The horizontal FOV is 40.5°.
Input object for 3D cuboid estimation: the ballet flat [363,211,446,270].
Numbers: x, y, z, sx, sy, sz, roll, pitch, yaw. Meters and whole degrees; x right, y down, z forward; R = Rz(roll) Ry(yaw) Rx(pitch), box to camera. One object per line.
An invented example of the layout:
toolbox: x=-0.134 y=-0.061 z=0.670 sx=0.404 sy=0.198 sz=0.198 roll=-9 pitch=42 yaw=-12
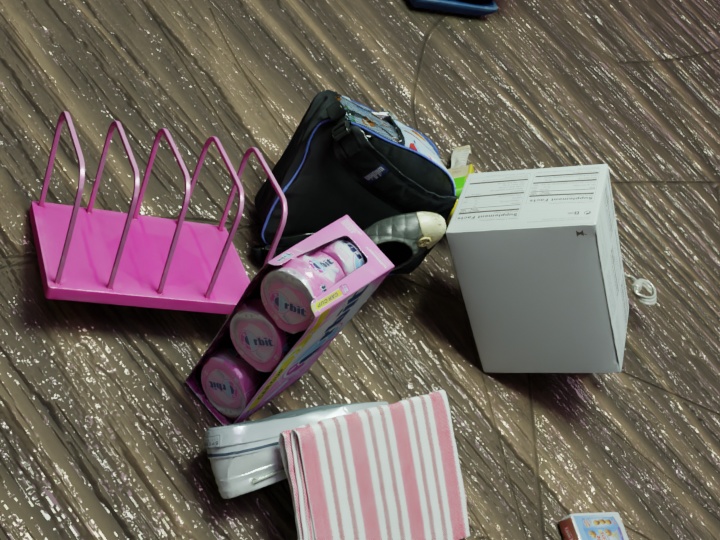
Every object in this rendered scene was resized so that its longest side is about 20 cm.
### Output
ballet flat: x=0.000 y=0.000 z=0.996 sx=0.199 sy=0.067 sz=0.057 roll=-27 pitch=46 yaw=0

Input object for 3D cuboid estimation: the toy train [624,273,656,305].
toy train: x=0.282 y=0.046 z=1.220 sx=0.150 sy=0.056 sz=0.200 roll=49 pitch=47 yaw=9

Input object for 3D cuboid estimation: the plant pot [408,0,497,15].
plant pot: x=0.150 y=-0.513 z=1.507 sx=0.199 sy=0.180 sz=0.200 roll=-4 pitch=57 yaw=-37

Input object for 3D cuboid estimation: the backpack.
backpack: x=-0.001 y=-0.087 z=1.054 sx=0.190 sy=0.200 sz=0.154 roll=23 pitch=31 yaw=-21

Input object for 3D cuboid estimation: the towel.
towel: x=0.017 y=0.196 z=0.883 sx=0.199 sy=0.030 sz=0.147 roll=-8 pitch=89 yaw=-41

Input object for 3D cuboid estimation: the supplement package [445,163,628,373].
supplement package: x=0.196 y=0.003 z=1.053 sx=0.111 sy=0.155 sz=0.201 roll=-65 pitch=145 yaw=-47

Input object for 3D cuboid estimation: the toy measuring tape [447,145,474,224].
toy measuring tape: x=0.130 y=-0.098 z=1.240 sx=0.073 sy=0.074 sz=0.200 roll=32 pitch=25 yaw=-7

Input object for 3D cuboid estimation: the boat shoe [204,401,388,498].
boat shoe: x=-0.054 y=0.162 z=0.890 sx=0.199 sy=0.073 sz=0.067 roll=-4 pitch=85 yaw=-37

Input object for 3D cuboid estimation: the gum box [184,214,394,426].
gum box: x=-0.064 y=0.045 z=0.871 sx=0.066 sy=0.200 sz=0.113 roll=47 pitch=42 yaw=9

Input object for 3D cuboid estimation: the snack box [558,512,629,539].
snack box: x=0.263 y=0.340 z=0.974 sx=0.072 sy=0.024 sz=0.201 roll=7 pitch=52 yaw=-31

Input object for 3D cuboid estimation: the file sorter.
file sorter: x=-0.186 y=-0.056 z=0.903 sx=0.199 sy=0.126 sz=0.139 roll=7 pitch=32 yaw=-30
